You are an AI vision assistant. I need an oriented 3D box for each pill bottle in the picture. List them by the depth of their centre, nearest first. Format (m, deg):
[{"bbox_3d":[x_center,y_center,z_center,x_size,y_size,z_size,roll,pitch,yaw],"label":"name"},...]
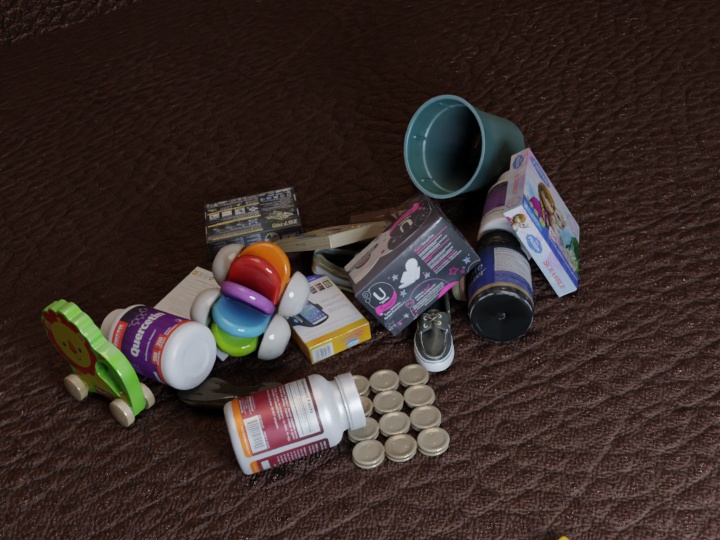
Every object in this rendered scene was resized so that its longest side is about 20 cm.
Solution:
[{"bbox_3d":[-0.097,0.225,1.416,0.198,0.114,0.113,-17,36,-7],"label":"pill bottle"},{"bbox_3d":[-0.344,0.123,1.574,0.199,0.113,0.112,13,41,35],"label":"pill bottle"},{"bbox_3d":[0.242,0.021,1.631,0.111,0.113,0.201,-3,35,8],"label":"pill bottle"},{"bbox_3d":[0.290,-0.107,1.796,0.110,0.112,0.201,2,37,15],"label":"pill bottle"}]

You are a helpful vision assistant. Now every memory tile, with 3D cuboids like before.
[{"bbox_3d":[0.049,0.226,1.472,0.152,0.017,0.201,-11,36,-2],"label":"memory tile"}]

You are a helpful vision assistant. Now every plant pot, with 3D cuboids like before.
[{"bbox_3d":[0.225,-0.243,1.907,0.199,0.202,0.195,26,18,39],"label":"plant pot"}]

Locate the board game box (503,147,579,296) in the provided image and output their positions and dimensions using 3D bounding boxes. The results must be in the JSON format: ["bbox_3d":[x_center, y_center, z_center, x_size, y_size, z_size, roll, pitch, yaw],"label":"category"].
[{"bbox_3d":[0.331,-0.090,1.694,0.041,0.200,0.200,-24,28,28],"label":"board game box"}]

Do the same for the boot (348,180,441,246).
[{"bbox_3d":[0.056,-0.124,1.925,0.198,0.065,0.187,-17,33,-2],"label":"boot"}]

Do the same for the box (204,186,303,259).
[{"bbox_3d":[-0.224,-0.102,1.963,0.198,0.049,0.162,-12,34,-4],"label":"box"}]

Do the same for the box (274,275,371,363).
[{"bbox_3d":[-0.077,0.080,1.686,0.118,0.042,0.200,-22,35,-17],"label":"box"}]

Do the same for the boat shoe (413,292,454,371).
[{"bbox_3d":[0.123,0.090,1.608,0.068,0.057,0.201,-4,35,7],"label":"boat shoe"}]

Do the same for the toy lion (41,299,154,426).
[{"bbox_3d":[-0.444,0.141,1.548,0.199,0.193,0.069,20,44,34],"label":"toy lion"}]

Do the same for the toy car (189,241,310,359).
[{"bbox_3d":[-0.185,0.043,1.584,0.174,0.150,0.201,24,70,2],"label":"toy car"}]

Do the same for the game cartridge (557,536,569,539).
[{"bbox_3d":[0.245,0.435,1.129,0.199,0.033,0.176,-32,41,-25],"label":"game cartridge"}]

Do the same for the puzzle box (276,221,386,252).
[{"bbox_3d":[-0.057,-0.064,1.799,0.132,0.026,0.199,-16,8,-34],"label":"puzzle box"}]

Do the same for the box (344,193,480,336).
[{"bbox_3d":[0.085,-0.013,1.624,0.200,0.115,0.132,-41,24,8],"label":"box"}]

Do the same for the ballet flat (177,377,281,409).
[{"bbox_3d":[-0.209,0.210,1.535,0.198,0.047,0.068,-1,32,19],"label":"ballet flat"}]

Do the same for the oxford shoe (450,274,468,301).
[{"bbox_3d":[0.158,0.003,1.720,0.073,0.071,0.200,-13,25,3],"label":"oxford shoe"}]

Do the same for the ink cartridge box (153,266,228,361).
[{"bbox_3d":[-0.293,0.091,1.707,0.197,0.044,0.200,19,50,34],"label":"ink cartridge box"}]

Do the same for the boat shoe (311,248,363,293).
[{"bbox_3d":[0.000,0.000,1.751,0.198,0.069,0.075,4,37,17],"label":"boat shoe"}]
